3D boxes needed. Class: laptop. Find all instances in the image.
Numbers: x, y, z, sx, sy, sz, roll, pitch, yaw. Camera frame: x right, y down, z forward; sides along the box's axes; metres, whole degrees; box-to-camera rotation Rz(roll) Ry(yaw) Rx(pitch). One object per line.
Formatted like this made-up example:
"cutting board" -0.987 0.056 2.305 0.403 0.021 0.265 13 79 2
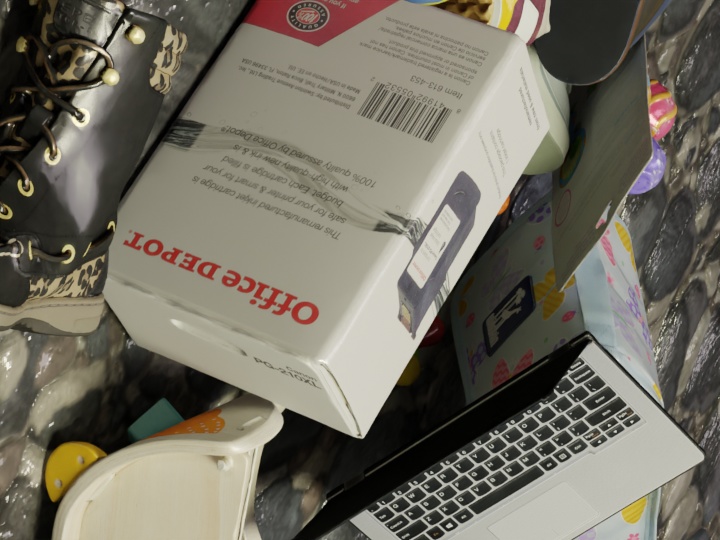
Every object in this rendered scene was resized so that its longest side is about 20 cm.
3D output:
"laptop" 0.075 0.132 1.503 0.200 0.187 0.116 44 23 -34

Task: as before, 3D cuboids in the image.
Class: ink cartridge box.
"ink cartridge box" -0.020 -0.037 1.332 0.200 0.144 0.084 -58 152 -21

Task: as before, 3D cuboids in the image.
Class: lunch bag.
"lunch bag" 0.121 0.070 1.645 0.170 0.126 0.201 -96 -172 -49

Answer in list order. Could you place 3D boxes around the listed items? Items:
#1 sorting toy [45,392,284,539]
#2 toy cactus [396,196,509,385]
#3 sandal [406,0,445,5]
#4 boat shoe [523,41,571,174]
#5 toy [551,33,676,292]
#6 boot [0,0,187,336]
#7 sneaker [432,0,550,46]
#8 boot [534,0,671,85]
"sorting toy" -0.082 0.136 1.406 0.180 0.106 0.201 -33 137 -61
"toy cactus" 0.000 0.000 1.477 0.165 0.102 0.201 -38 150 -31
"sandal" 0.024 -0.217 1.207 0.087 0.079 0.201 -20 116 -52
"boat shoe" 0.078 -0.135 1.553 0.201 0.070 0.072 62 32 -53
"toy" 0.156 -0.086 1.602 0.201 0.047 0.115 -91 -155 -47
"boot" -0.145 -0.052 1.163 0.200 0.073 0.151 16 96 -68
"sneaker" 0.067 -0.216 1.421 0.090 0.075 0.201 -9 104 -54
"boot" 0.156 -0.197 1.521 0.201 0.074 0.097 -62 173 5
